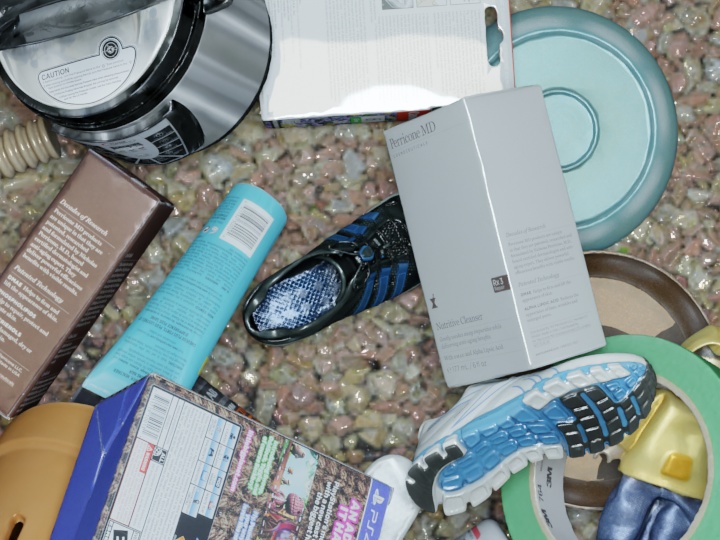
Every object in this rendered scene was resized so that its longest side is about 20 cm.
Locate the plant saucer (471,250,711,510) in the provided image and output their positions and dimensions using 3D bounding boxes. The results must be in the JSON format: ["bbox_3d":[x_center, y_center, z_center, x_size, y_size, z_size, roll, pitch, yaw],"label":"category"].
[{"bbox_3d":[0.185,0.086,1.266,0.197,0.032,0.203,0,90,-1],"label":"plant saucer"}]

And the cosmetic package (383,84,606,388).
[{"bbox_3d":[0.098,-0.026,1.188,0.080,0.112,0.202,-15,87,-34],"label":"cosmetic package"}]

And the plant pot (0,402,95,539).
[{"bbox_3d":[-0.217,0.217,1.162,0.198,0.140,0.202,14,127,20],"label":"plant pot"}]

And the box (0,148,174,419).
[{"bbox_3d":[-0.230,0.010,1.229,0.075,0.100,0.201,37,89,0],"label":"box"}]

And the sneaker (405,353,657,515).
[{"bbox_3d":[0.120,0.099,1.175,0.198,0.087,0.075,-24,119,16],"label":"sneaker"}]

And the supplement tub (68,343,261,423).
[{"bbox_3d":[-0.128,0.143,1.226,0.199,0.107,0.107,37,90,-1],"label":"supplement tub"}]

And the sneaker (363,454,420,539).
[{"bbox_3d":[-0.022,0.235,1.222,0.070,0.099,0.201,36,73,7],"label":"sneaker"}]

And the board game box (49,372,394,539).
[{"bbox_3d":[-0.099,0.189,1.082,0.199,0.097,0.161,28,62,-22],"label":"board game box"}]

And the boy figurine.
[{"bbox_3d":[0.245,0.141,1.220,0.123,0.064,0.202,24,92,6],"label":"boy figurine"}]

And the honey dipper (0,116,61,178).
[{"bbox_3d":[-0.333,-0.068,1.264,0.198,0.038,0.038,-22,90,3],"label":"honey dipper"}]

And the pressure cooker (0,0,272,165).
[{"bbox_3d":[-0.175,-0.179,1.163,0.178,0.200,0.177,38,97,20],"label":"pressure cooker"}]

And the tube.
[{"bbox_3d":[-0.125,0.024,1.212,0.077,0.051,0.201,21,61,20],"label":"tube"}]

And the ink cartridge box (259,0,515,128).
[{"bbox_3d":[0.018,-0.173,1.253,0.197,0.050,0.111,-3,86,0],"label":"ink cartridge box"}]

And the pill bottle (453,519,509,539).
[{"bbox_3d":[0.049,0.288,1.226,0.199,0.109,0.109,-34,90,0],"label":"pill bottle"}]

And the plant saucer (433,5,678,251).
[{"bbox_3d":[0.155,-0.110,1.269,0.197,0.027,0.203,0,90,0],"label":"plant saucer"}]

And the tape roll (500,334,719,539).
[{"bbox_3d":[0.198,0.150,1.171,0.199,0.048,0.203,-13,67,33],"label":"tape roll"}]

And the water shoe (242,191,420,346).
[{"bbox_3d":[0.000,0.000,1.241,0.199,0.079,0.072,-34,91,0],"label":"water shoe"}]
